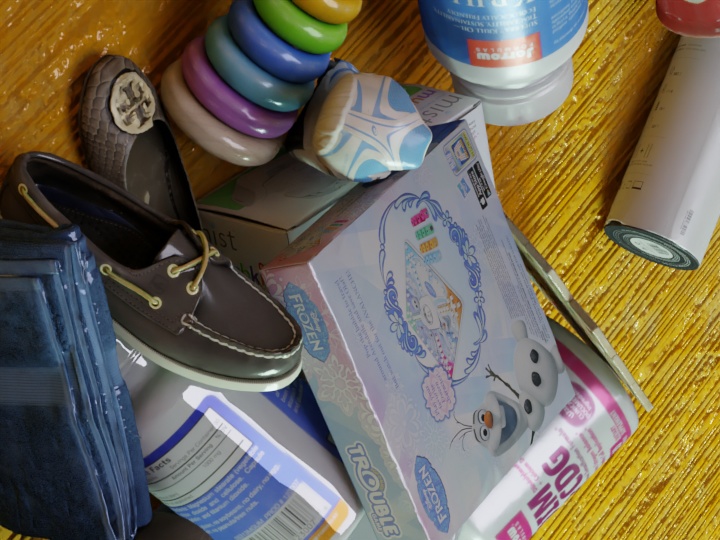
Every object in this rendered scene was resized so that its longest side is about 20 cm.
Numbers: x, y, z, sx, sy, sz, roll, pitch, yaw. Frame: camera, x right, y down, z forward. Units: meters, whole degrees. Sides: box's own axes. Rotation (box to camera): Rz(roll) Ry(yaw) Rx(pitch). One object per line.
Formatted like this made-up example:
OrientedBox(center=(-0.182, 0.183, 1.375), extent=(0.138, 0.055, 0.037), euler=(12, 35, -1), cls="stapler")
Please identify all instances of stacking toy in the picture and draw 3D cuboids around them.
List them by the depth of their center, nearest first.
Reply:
OrientedBox(center=(-0.036, -0.159, 1.586), extent=(0.085, 0.086, 0.200), euler=(0, 136, -50), cls="stacking toy")

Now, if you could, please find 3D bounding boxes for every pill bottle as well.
OrientedBox(center=(-0.092, 0.090, 1.607), extent=(0.200, 0.112, 0.112), euler=(41, 67, -19), cls="pill bottle")
OrientedBox(center=(0.090, -0.190, 1.715), extent=(0.112, 0.112, 0.201), euler=(-50, 148, -28), cls="pill bottle")
OrientedBox(center=(0.087, 0.135, 1.842), extent=(0.200, 0.113, 0.114), euler=(-44, 133, -11), cls="pill bottle")

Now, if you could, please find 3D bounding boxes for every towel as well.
OrientedBox(center=(-0.187, 0.066, 1.523), extent=(0.049, 0.111, 0.201), euler=(-48, 134, -49), cls="towel")

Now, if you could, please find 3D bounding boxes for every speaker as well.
OrientedBox(center=(0.256, -0.107, 2.028), extent=(0.081, 0.081, 0.201), euler=(37, 72, -48), cls="speaker")

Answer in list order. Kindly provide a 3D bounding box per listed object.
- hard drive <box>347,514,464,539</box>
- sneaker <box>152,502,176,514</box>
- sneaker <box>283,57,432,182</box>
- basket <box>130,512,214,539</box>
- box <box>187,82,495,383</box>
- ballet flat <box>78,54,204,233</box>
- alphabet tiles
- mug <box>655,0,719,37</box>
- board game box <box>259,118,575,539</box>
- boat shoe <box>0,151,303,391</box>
OrientedBox(center=(-0.025, 0.233, 1.740), extent=(0.027, 0.131, 0.201), euler=(91, 19, -70), cls="hard drive")
OrientedBox(center=(-0.130, 0.199, 1.673), extent=(0.090, 0.067, 0.201), euler=(48, 64, -36), cls="sneaker")
OrientedBox(center=(0.000, -0.086, 1.626), extent=(0.072, 0.200, 0.072), euler=(29, 93, -9), cls="sneaker")
OrientedBox(center=(-0.168, 0.230, 1.533), extent=(0.199, 0.180, 0.137), euler=(-27, 102, -40), cls="basket")
OrientedBox(center=(0.000, 0.000, 1.738), extent=(0.200, 0.096, 0.178), euler=(-35, 125, -38), cls="box")
OrientedBox(center=(-0.121, -0.040, 1.621), extent=(0.067, 0.046, 0.201), euler=(-40, 128, -37), cls="ballet flat")
OrientedBox(center=(0.132, 0.012, 1.835), extent=(0.008, 0.200, 0.167), euler=(-37, 134, 0), cls="alphabet tiles")
OrientedBox(center=(0.243, -0.298, 1.951), extent=(0.133, 0.178, 0.201), euler=(-26, 123, 0), cls="mug")
OrientedBox(center=(0.040, 0.040, 1.630), extent=(0.199, 0.043, 0.201), euler=(-43, 116, -49), cls="board game box")
OrientedBox(center=(-0.119, 0.001, 1.521), extent=(0.072, 0.200, 0.061), euler=(-60, 176, -46), cls="boat shoe")
